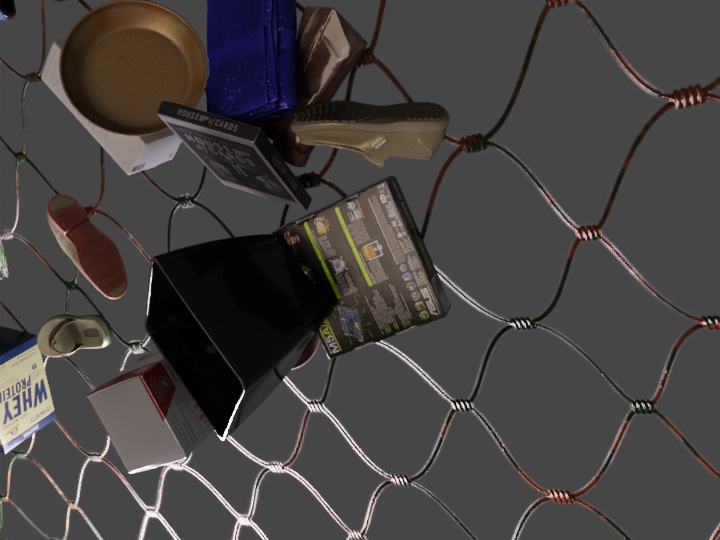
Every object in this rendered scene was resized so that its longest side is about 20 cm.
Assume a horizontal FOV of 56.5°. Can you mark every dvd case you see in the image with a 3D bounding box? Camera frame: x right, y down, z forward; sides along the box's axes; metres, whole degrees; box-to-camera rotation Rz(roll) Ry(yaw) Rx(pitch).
[{"bbox_3d":[-0.160,-0.148,0.891,0.148,0.200,0.025,19,78,20],"label":"dvd case"}]

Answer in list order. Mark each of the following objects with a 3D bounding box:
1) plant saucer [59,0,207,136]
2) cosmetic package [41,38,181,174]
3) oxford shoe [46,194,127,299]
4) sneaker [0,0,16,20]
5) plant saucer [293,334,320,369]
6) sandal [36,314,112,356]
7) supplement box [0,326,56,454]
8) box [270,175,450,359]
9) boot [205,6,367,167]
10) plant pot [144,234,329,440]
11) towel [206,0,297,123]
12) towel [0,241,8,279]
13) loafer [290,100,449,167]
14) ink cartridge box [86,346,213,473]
[{"bbox_3d":[-0.312,-0.276,0.933,0.201,0.200,0.035,47,164,1],"label":"plant saucer"},{"bbox_3d":[-0.363,-0.248,0.994,0.200,0.102,0.074,45,125,2],"label":"cosmetic package"},{"bbox_3d":[-0.477,-0.035,1.174,0.202,0.070,0.074,59,144,-1],"label":"oxford shoe"},{"bbox_3d":[-0.560,-0.484,1.020,0.087,0.079,0.203,18,126,12],"label":"sneaker"},{"bbox_3d":[-0.139,0.058,1.045,0.196,0.034,0.205,11,116,23],"label":"plant saucer"},{"bbox_3d":[-0.558,0.126,1.278,0.198,0.057,0.081,-12,105,31],"label":"sandal"},{"bbox_3d":[-0.770,0.236,1.390,0.196,0.134,0.204,9,115,24],"label":"supplement box"},{"bbox_3d":[0.000,0.000,0.924,0.190,0.048,0.203,-22,100,25],"label":"box"},{"bbox_3d":[-0.100,-0.267,0.873,0.185,0.064,0.202,34,120,8],"label":"boot"},{"bbox_3d":[-0.159,0.068,0.904,0.200,0.176,0.201,50,147,13],"label":"plant pot"},{"bbox_3d":[-0.145,-0.286,0.843,0.145,0.049,0.205,-7,81,32],"label":"towel"},{"bbox_3d":[-0.763,-0.093,1.315,0.150,0.023,0.204,15,117,22],"label":"towel"},{"bbox_3d":[0.011,-0.165,0.826,0.195,0.076,0.069,2,124,7],"label":"loafer"},{"bbox_3d":[-0.301,0.200,1.092,0.143,0.200,0.147,-22,101,30],"label":"ink cartridge box"}]
